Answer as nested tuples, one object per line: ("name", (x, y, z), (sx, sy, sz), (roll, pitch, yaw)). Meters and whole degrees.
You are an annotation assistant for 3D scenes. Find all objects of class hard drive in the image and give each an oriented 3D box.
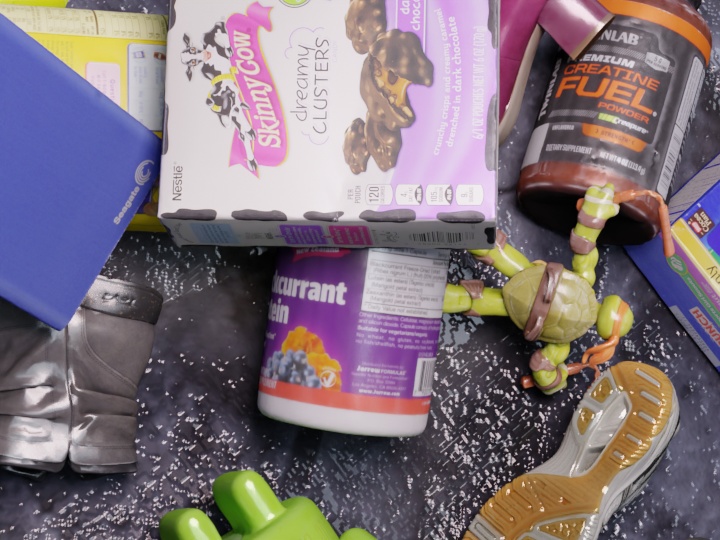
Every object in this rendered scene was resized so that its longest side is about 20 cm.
("hard drive", (-0.199, -0.058, 1.102), (0.132, 0.025, 0.200), (-60, 145, -6))

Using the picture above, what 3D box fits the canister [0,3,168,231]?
("canister", (-0.156, -0.096, 1.241), (0.200, 0.087, 0.149), (2, 81, -18))

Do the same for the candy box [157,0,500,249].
("candy box", (-0.016, -0.101, 1.167), (0.200, 0.072, 0.168), (0, 77, 5))

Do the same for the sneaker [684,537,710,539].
("sneaker", (0.296, 0.255, 1.343), (0.200, 0.082, 0.073), (41, 71, -8))

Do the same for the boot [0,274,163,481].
("boot", (-0.223, 0.058, 1.200), (0.200, 0.070, 0.132), (13, 81, -13))

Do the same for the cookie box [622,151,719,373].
("cookie box", (0.319, -0.018, 1.405), (0.200, 0.075, 0.171), (-41, 96, -21))

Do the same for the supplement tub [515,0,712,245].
("supplement tub", (0.183, -0.126, 1.360), (0.107, 0.107, 0.200), (22, 73, -15))

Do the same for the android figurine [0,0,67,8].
("android figurine", (-0.246, -0.251, 1.260), (0.200, 0.041, 0.182), (-12, 85, -22))

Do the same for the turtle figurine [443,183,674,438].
("turtle figurine", (0.114, 0.024, 1.303), (0.161, 0.200, 0.064), (18, 30, 5))

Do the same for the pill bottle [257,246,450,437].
("pill bottle", (0.000, 0.000, 1.244), (0.111, 0.111, 0.200), (7, 91, -19))

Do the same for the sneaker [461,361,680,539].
("sneaker", (0.149, 0.156, 1.313), (0.200, 0.088, 0.076), (-47, 62, 0))

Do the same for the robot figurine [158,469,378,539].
("robot figurine", (-0.045, 0.222, 1.206), (0.175, 0.116, 0.200), (-35, 93, -21))

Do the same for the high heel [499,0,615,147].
("high heel", (0.074, -0.135, 1.323), (0.096, 0.067, 0.200), (44, 97, 7))
